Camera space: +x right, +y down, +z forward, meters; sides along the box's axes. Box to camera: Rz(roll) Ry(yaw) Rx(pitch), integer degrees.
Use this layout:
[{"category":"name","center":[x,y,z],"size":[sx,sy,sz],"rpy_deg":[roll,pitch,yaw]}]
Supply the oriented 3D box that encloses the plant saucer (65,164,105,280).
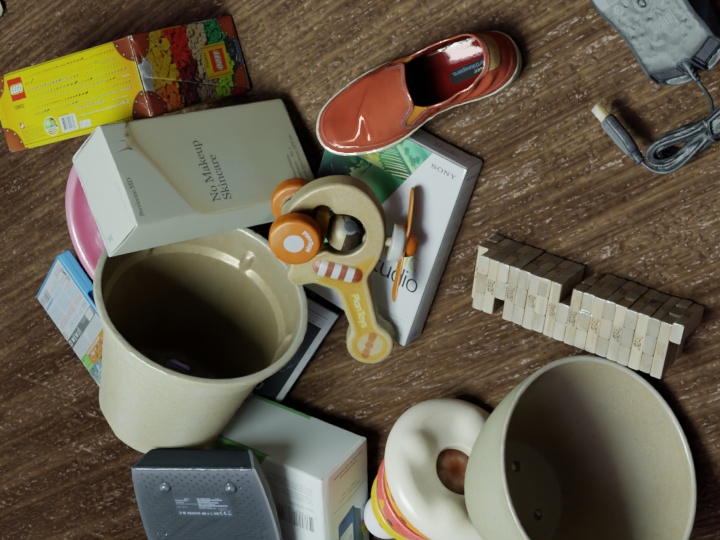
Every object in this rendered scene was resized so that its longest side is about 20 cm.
[{"category":"plant saucer","center":[-0.224,-0.052,1.380],"size":[0.200,0.051,0.201],"rpy_deg":[13,115,28]}]

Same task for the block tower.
[{"category":"block tower","center":[0.191,0.030,1.136],"size":[0.200,0.054,0.058],"rpy_deg":[20,119,27]}]

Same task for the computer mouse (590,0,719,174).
[{"category":"computer mouse","center":[0.229,-0.177,1.037],"size":[0.200,0.046,0.140],"rpy_deg":[50,132,0]}]

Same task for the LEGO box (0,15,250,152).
[{"category":"LEGO box","center":[-0.235,-0.182,1.271],"size":[0.200,0.149,0.077],"rpy_deg":[-8,102,35]}]

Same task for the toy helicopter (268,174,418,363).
[{"category":"toy helicopter","center":[0.000,0.000,1.196],"size":[0.132,0.079,0.200],"rpy_deg":[-13,122,7]}]

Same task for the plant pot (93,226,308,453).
[{"category":"plant pot","center":[-0.170,0.078,1.252],"size":[0.200,0.200,0.184],"rpy_deg":[40,138,13]}]

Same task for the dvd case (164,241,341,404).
[{"category":"dvd case","center":[-0.127,0.071,1.351],"size":[0.150,0.025,0.200],"rpy_deg":[29,125,-5]}]

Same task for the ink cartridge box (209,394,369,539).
[{"category":"ink cartridge box","center":[-0.072,0.250,1.363],"size":[0.145,0.087,0.200],"rpy_deg":[17,125,28]}]

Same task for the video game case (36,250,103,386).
[{"category":"video game case","center":[-0.292,0.084,1.470],"size":[0.200,0.018,0.143],"rpy_deg":[55,149,3]}]

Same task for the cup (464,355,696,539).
[{"category":"cup","center":[0.171,0.188,1.141],"size":[0.201,0.200,0.143],"rpy_deg":[57,148,1]}]

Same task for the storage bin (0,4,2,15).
[{"category":"storage bin","center":[-0.521,-0.310,1.444],"size":[0.200,0.094,0.199],"rpy_deg":[-34,88,38]}]

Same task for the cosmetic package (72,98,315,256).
[{"category":"cosmetic package","center":[-0.150,-0.089,1.206],"size":[0.073,0.200,0.104],"rpy_deg":[-36,74,50]}]

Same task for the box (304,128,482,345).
[{"category":"box","center":[0.019,-0.046,1.230],"size":[0.144,0.036,0.200],"rpy_deg":[30,121,20]}]

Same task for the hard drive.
[{"category":"hard drive","center":[-0.143,0.251,1.286],"size":[0.134,0.042,0.200],"rpy_deg":[-1,130,9]}]

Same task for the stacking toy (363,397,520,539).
[{"category":"stacking toy","center":[0.058,0.224,1.277],"size":[0.146,0.146,0.200],"rpy_deg":[50,144,7]}]

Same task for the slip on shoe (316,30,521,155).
[{"category":"slip on shoe","center":[0.042,-0.157,1.132],"size":[0.200,0.061,0.074],"rpy_deg":[-20,80,27]}]
